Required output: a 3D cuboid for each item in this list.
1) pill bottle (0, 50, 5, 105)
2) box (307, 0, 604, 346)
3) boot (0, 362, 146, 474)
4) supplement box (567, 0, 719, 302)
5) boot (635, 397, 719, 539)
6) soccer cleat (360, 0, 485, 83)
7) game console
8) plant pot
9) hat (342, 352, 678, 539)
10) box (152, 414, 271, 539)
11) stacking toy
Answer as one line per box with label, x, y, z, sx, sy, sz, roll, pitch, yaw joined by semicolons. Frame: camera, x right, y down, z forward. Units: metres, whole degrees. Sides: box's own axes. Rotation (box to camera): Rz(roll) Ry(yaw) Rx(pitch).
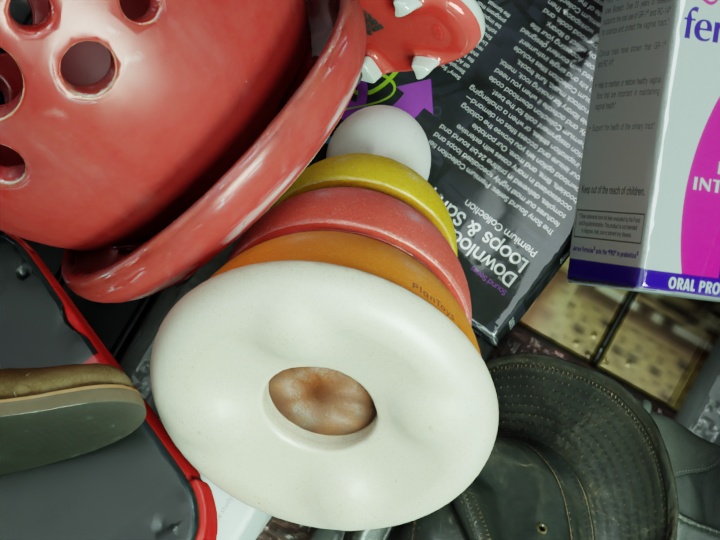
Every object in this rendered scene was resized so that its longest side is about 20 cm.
pill bottle;-0.241;-0.097;1.034;0.112;0.112;0.200;-44;81;-8
box;0.069;-0.084;1.051;0.143;0.036;0.200;37;83;14
boot;-0.188;0.048;0.896;0.199;0.074;0.076;-6;63;4
supplement box;0.166;-0.086;0.969;0.101;0.103;0.201;7;90;-13
boot;0.184;0.161;1.006;0.199;0.073;0.183;23;81;-2
soccer cleat;-0.020;-0.143;1.033;0.199;0.069;0.085;11;51;35
game console;-0.180;0.105;0.927;0.200;0.031;0.177;-37;75;-8
plant pot;-0.114;-0.099;0.917;0.182;0.200;0.201;45;80;-20
hat;0.042;0.124;0.959;0.200;0.081;0.201;-19;59;34
box;-0.161;0.116;0.990;0.200;0.106;0.153;31;80;6
stacking toy;0.000;0.000;0.949;0.145;0.147;0.200;13;43;3
